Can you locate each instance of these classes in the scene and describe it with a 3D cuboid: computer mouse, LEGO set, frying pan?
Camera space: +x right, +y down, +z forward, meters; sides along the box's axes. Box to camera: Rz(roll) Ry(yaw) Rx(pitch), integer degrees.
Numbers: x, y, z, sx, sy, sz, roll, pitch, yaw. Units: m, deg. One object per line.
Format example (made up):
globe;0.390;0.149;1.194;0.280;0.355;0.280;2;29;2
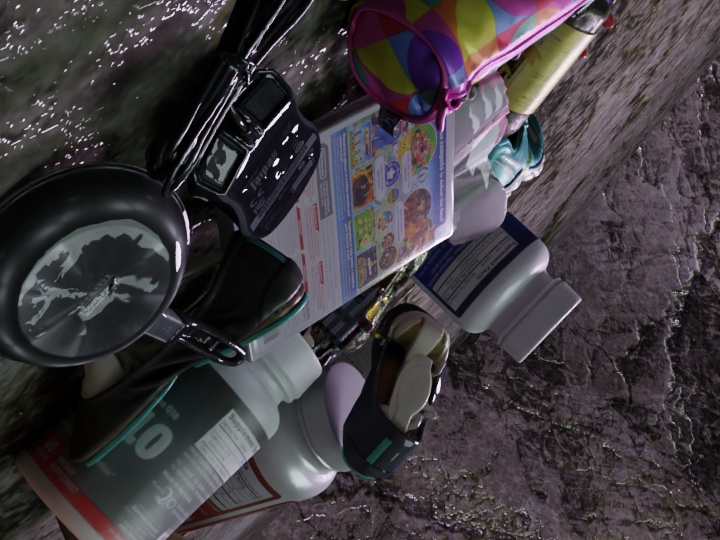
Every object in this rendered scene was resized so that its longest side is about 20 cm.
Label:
computer mouse;-0.050;-0.092;0.541;0.140;0.046;0.200;-58;170;0
LEGO set;0.000;0.000;0.863;0.154;0.116;0.200;-43;170;-17
frying pan;-0.122;0.026;0.529;0.115;0.031;0.190;-33;140;-15

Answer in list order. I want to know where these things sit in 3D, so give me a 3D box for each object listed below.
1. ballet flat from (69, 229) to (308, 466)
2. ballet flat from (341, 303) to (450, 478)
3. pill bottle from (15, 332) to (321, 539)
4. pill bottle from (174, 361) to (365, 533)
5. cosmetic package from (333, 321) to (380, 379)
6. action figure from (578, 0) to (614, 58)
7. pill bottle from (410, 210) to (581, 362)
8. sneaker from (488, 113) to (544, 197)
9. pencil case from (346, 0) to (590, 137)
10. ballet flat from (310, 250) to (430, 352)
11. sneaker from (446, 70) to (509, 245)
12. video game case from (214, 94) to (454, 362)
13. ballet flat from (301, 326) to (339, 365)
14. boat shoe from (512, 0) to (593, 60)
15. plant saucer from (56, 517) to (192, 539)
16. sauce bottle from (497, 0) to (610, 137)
ballet flat;-0.121;0.042;0.654;0.200;0.068;0.068;-37;-167;18
ballet flat;0.040;0.079;0.846;0.073;0.073;0.200;-54;-173;38
pill bottle;-0.132;0.106;0.763;0.200;0.114;0.114;-43;170;-16
pill bottle;-0.089;0.142;0.879;0.200;0.112;0.112;-20;-179;25
cosmetic package;-0.054;0.125;1.186;0.200;0.105;0.071;-43;170;-6
action figure;0.214;-0.248;0.972;0.065;0.052;0.200;-43;168;4
pill bottle;0.118;-0.008;1.077;0.120;0.200;0.120;-44;170;-10
sneaker;0.146;-0.129;1.055;0.200;0.077;0.080;-51;160;-60
pencil case;0.078;-0.161;0.645;0.200;0.088;0.088;-42;169;-29
ballet flat;0.015;-0.008;0.999;0.200;0.068;0.075;-59;159;10
sneaker;0.059;-0.106;0.836;0.080;0.086;0.200;-27;144;-15
video game case;-0.009;-0.042;0.715;0.200;0.018;0.143;-32;135;-33
ballet flat;-0.068;0.086;1.065;0.200;0.068;0.068;-50;167;-47
boat shoe;0.151;-0.219;0.774;0.200;0.062;0.075;-40;166;-32
plant saucer;-0.169;0.236;0.886;0.200;0.200;0.035;103;7;-71
sauce bottle;0.128;-0.159;0.910;0.200;0.065;0.065;-54;167;33
